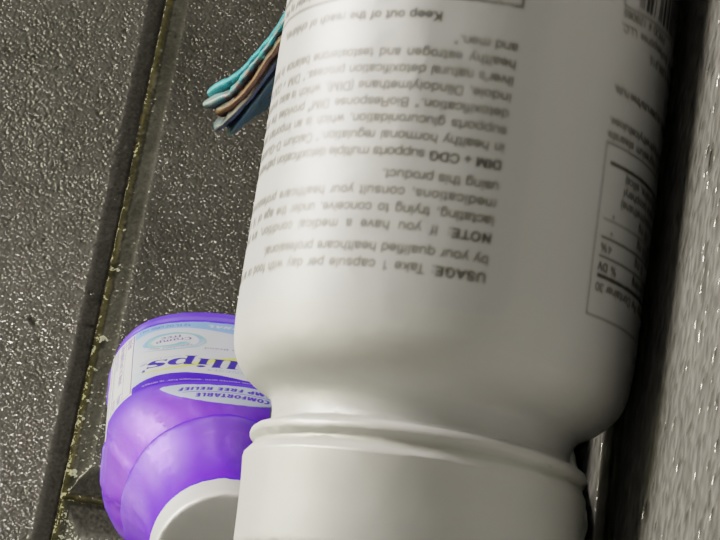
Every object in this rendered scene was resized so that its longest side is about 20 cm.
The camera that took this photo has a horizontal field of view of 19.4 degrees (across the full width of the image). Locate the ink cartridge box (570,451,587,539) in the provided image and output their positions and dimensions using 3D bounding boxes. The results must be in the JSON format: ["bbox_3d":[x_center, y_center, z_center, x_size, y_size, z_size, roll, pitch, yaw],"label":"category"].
[{"bbox_3d":[0.033,0.142,0.730,0.162,0.050,0.201,-82,1,-74],"label":"ink cartridge box"}]

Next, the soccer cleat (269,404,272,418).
[{"bbox_3d":[0.031,0.008,0.722,0.200,0.067,0.081,-55,-12,-33],"label":"soccer cleat"}]

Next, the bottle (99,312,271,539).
[{"bbox_3d":[-0.050,0.068,0.740,0.200,0.083,0.066,-109,26,-76],"label":"bottle"}]

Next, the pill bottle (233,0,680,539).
[{"bbox_3d":[0.026,-0.014,0.595,0.113,0.113,0.201,99,180,-77],"label":"pill bottle"}]

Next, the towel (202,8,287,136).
[{"bbox_3d":[0.023,-0.148,0.867,0.200,0.022,0.147,-47,-3,39],"label":"towel"}]
